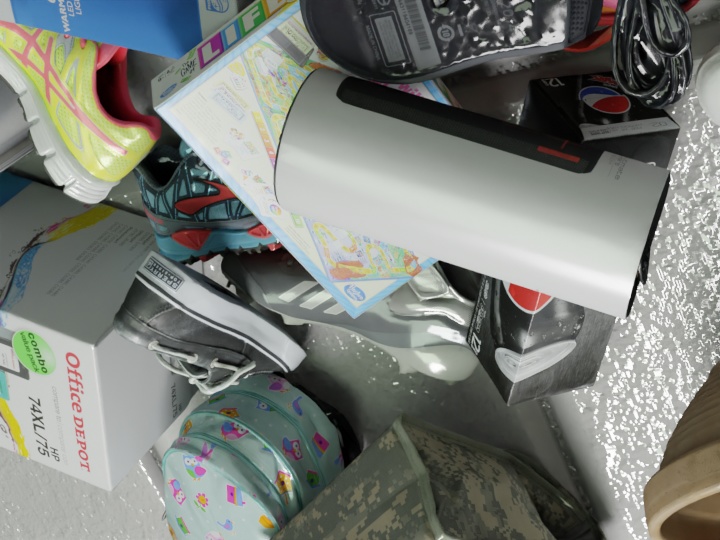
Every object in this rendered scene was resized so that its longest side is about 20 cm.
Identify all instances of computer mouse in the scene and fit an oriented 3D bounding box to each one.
[{"bbox_3d":[0.066,-0.145,0.679,0.197,0.053,0.140,-2,126,22],"label":"computer mouse"}]

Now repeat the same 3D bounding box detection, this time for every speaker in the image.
[{"bbox_3d":[0.059,-0.041,0.707,0.198,0.081,0.082,18,130,14],"label":"speaker"}]

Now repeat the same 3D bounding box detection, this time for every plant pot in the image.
[{"bbox_3d":[0.256,0.095,0.773,0.198,0.094,0.201,-4,154,-2],"label":"plant pot"}]

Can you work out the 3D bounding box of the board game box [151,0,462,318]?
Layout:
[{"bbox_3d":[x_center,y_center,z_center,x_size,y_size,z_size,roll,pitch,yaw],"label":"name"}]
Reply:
[{"bbox_3d":[-0.009,-0.075,0.797,0.134,0.034,0.200,-33,126,13],"label":"board game box"}]

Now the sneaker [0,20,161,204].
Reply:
[{"bbox_3d":[-0.201,-0.153,0.922,0.090,0.078,0.201,-27,98,24],"label":"sneaker"}]

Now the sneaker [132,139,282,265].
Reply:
[{"bbox_3d":[-0.083,-0.064,0.908,0.198,0.079,0.096,-13,112,37],"label":"sneaker"}]

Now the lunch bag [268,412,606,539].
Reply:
[{"bbox_3d":[0.058,0.207,0.951,0.199,0.118,0.164,23,122,-38],"label":"lunch bag"}]

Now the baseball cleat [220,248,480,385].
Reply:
[{"bbox_3d":[0.000,0.000,0.922,0.198,0.070,0.108,22,115,14],"label":"baseball cleat"}]

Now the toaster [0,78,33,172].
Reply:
[{"bbox_3d":[-0.335,-0.142,0.980,0.198,0.119,0.183,-3,120,33],"label":"toaster"}]

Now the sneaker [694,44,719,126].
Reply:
[{"bbox_3d":[0.248,-0.035,0.688,0.199,0.130,0.080,40,132,1],"label":"sneaker"}]

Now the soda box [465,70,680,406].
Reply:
[{"bbox_3d":[0.121,-0.016,0.806,0.064,0.070,0.202,-123,32,-44],"label":"soda box"}]

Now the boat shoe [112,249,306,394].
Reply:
[{"bbox_3d":[-0.103,0.049,0.936,0.073,0.068,0.199,34,179,23],"label":"boat shoe"}]

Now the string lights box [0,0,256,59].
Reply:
[{"bbox_3d":[-0.134,-0.186,0.835,0.198,0.103,0.060,15,130,22],"label":"string lights box"}]

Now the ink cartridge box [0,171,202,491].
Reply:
[{"bbox_3d":[-0.236,0.040,1.028,0.198,0.146,0.148,17,129,20],"label":"ink cartridge box"}]

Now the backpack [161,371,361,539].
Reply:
[{"bbox_3d":[-0.076,0.177,1.038,0.165,0.127,0.202,19,132,19],"label":"backpack"}]

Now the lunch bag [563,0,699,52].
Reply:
[{"bbox_3d":[0.093,-0.197,0.708,0.198,0.082,0.178,3,126,32],"label":"lunch bag"}]
